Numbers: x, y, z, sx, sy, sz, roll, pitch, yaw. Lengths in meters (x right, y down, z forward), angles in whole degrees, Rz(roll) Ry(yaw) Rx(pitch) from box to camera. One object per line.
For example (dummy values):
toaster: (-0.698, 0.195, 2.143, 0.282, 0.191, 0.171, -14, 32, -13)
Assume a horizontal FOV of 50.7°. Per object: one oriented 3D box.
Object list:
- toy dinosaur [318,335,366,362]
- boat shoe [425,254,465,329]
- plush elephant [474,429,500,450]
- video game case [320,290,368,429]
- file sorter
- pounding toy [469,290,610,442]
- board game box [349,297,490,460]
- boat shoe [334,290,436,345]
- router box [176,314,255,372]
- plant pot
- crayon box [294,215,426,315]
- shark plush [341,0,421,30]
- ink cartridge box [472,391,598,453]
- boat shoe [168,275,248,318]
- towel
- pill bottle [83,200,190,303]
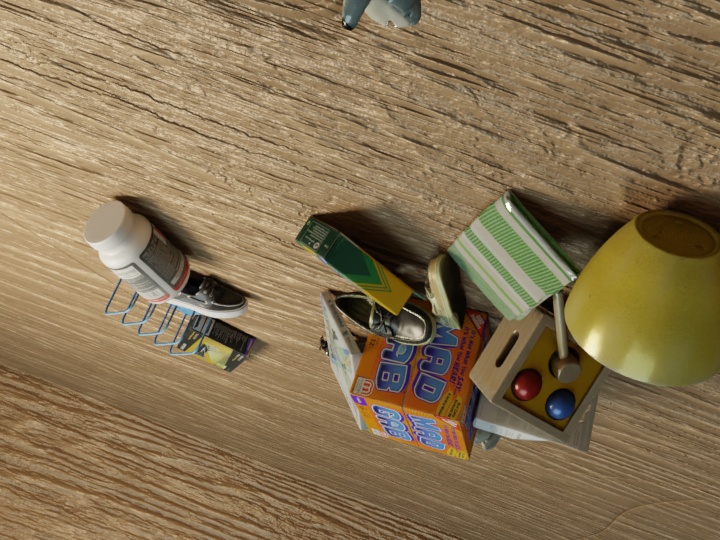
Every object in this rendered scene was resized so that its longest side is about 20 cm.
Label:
toy dinosaur: (-0.036, 0.181, 1.617, 0.102, 0.078, 0.199, 44, 144, -15)
boat shoe: (0.128, 0.037, 1.225, 0.062, 0.075, 0.201, 6, 158, 18)
plush elephant: (0.215, 0.277, 1.514, 0.197, 0.158, 0.165, -1, 151, 36)
video game case: (-0.030, 0.169, 1.439, 0.022, 0.183, 0.203, -16, 130, -13)
file sorter: (-0.443, 0.088, 1.687, 0.137, 0.125, 0.199, -8, 141, 44)
pounding toy: (0.289, 0.134, 1.173, 0.182, 0.202, 0.142, 29, -172, -18)
board game box: (0.119, 0.192, 1.376, 0.196, 0.203, 0.201, 10, 152, 20)
boat shoe: (0.036, 0.081, 1.286, 0.199, 0.073, 0.065, 19, -168, 40)
router box: (-0.360, 0.181, 1.883, 0.155, 0.053, 0.200, 27, 154, -13)
plant pot: (0.357, 0.015, 0.907, 0.196, 0.201, 0.144, 14, 128, 13)
crayon box: (0.000, 0.000, 1.213, 0.199, 0.052, 0.125, 37, 178, -30)
shark plush: (0.028, -0.312, 0.681, 0.081, 0.092, 0.203, 2, 133, -5)
ink cartridge box: (0.311, 0.222, 1.336, 0.196, 0.162, 0.048, 16, 153, 10)
boat shoe: (-0.330, 0.042, 1.587, 0.196, 0.071, 0.067, 15, 135, 5)
towel: (0.209, -0.014, 1.061, 0.153, 0.023, 0.200, 48, 156, 6)
pill bottle: (-0.422, -0.034, 1.444, 0.114, 0.118, 0.201, 4, 149, 30)
